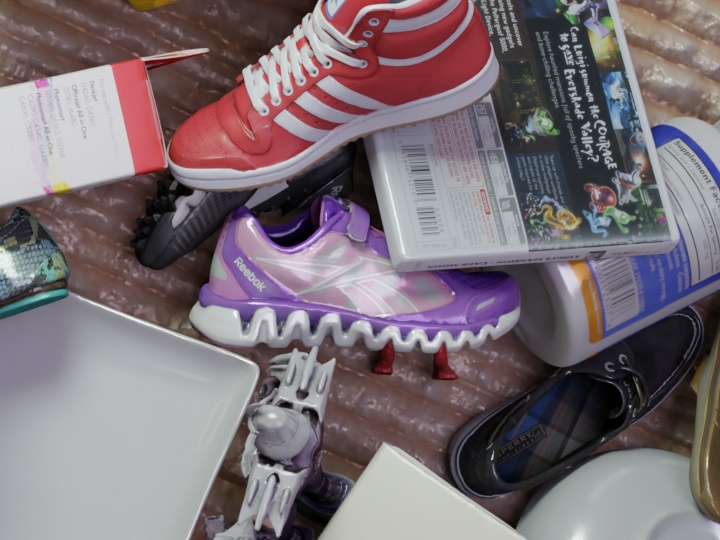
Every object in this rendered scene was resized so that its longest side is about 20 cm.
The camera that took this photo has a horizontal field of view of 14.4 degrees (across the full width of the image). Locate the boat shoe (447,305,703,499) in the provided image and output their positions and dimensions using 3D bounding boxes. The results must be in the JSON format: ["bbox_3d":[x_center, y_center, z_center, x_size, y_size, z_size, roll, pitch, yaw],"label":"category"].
[{"bbox_3d":[0.145,0.079,1.792,0.200,0.066,0.070,-29,101,-20],"label":"boat shoe"}]

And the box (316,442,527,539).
[{"bbox_3d":[0.011,0.221,1.679,0.109,0.128,0.200,34,85,16],"label":"box"}]

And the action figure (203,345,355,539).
[{"bbox_3d":[-0.047,0.121,1.651,0.069,0.200,0.130,23,67,16],"label":"action figure"}]

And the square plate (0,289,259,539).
[{"bbox_3d":[-0.183,0.113,1.651,0.198,0.028,0.200,21,81,6],"label":"square plate"}]

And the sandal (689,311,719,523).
[{"bbox_3d":[0.242,0.082,1.821,0.080,0.054,0.200,36,52,-18],"label":"sandal"}]

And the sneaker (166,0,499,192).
[{"bbox_3d":[-0.027,-0.120,1.617,0.200,0.071,0.113,-21,138,1],"label":"sneaker"}]

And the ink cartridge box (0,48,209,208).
[{"bbox_3d":[-0.188,-0.074,1.636,0.200,0.116,0.067,-14,94,-20],"label":"ink cartridge box"}]

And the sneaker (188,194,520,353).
[{"bbox_3d":[0.000,0.000,1.683,0.200,0.080,0.089,2,99,-13],"label":"sneaker"}]

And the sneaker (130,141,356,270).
[{"bbox_3d":[-0.050,-0.062,1.717,0.091,0.066,0.200,46,72,-13],"label":"sneaker"}]

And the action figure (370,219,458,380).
[{"bbox_3d":[0.043,-0.034,1.762,0.065,0.052,0.201,5,86,-3],"label":"action figure"}]

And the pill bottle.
[{"bbox_3d":[0.184,-0.029,1.785,0.200,0.112,0.112,-26,99,-20],"label":"pill bottle"}]

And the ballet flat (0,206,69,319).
[{"bbox_3d":[-0.265,0.020,1.622,0.200,0.074,0.074,-23,98,-6],"label":"ballet flat"}]

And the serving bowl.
[{"bbox_3d":[0.193,0.199,1.776,0.200,0.066,0.201,11,64,-24],"label":"serving bowl"}]

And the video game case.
[{"bbox_3d":[0.085,-0.097,1.710,0.181,0.023,0.200,-4,66,-21],"label":"video game case"}]

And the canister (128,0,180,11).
[{"bbox_3d":[-0.059,-0.248,1.705,0.200,0.087,0.149,-19,97,-19],"label":"canister"}]
